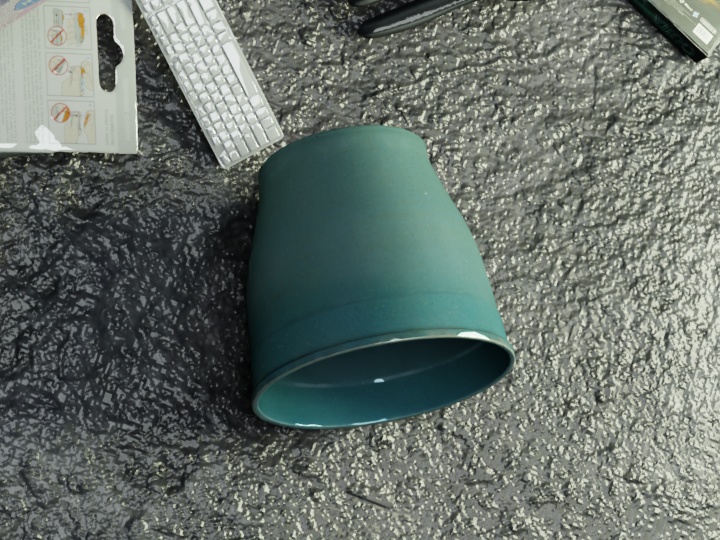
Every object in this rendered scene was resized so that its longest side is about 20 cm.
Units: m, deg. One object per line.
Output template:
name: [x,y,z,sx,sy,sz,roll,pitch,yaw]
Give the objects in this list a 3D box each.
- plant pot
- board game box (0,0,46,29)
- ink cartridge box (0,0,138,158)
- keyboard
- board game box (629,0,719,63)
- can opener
plant pot: [0.000,0.000,1.672,0.200,0.200,0.188,-4,69,-19]
board game box: [-0.321,-0.253,1.588,0.200,0.043,0.199,-30,80,13]
ink cartridge box: [-0.273,-0.164,1.674,0.199,0.047,0.161,0,82,-25]
keyboard: [-0.128,-0.179,1.713,0.056,0.011,0.200,-28,104,-4]
board game box: [0.257,-0.293,1.878,0.200,0.028,0.135,42,71,-9]
can opener: [0.084,-0.239,1.795,0.199,0.079,0.064,-14,95,-11]
